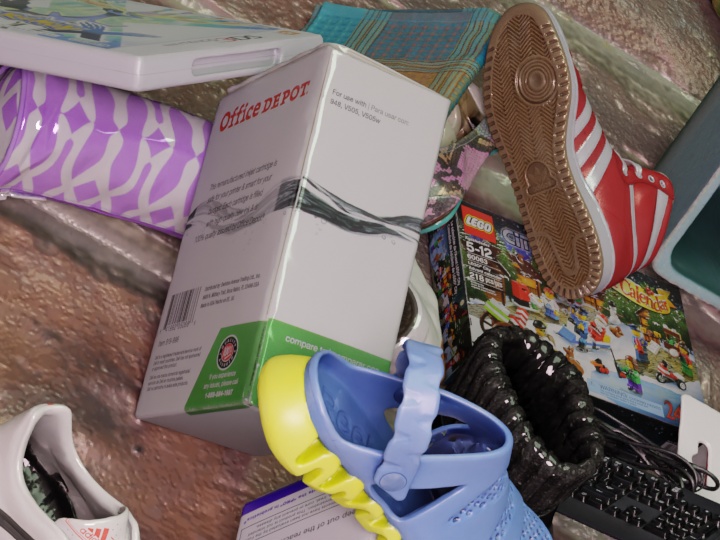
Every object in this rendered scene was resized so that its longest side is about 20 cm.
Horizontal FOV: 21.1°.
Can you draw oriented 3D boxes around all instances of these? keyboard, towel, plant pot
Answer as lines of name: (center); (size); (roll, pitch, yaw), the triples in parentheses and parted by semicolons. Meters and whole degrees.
keyboard: (0.138, 0.112, 1.163); (0.199, 0.040, 0.104); (23, 26, 34)
towel: (0.004, -0.131, 1.301); (0.146, 0.022, 0.200); (5, 33, 20)
plant pot: (0.331, -0.072, 1.465); (0.195, 0.197, 0.200); (29, 18, -15)

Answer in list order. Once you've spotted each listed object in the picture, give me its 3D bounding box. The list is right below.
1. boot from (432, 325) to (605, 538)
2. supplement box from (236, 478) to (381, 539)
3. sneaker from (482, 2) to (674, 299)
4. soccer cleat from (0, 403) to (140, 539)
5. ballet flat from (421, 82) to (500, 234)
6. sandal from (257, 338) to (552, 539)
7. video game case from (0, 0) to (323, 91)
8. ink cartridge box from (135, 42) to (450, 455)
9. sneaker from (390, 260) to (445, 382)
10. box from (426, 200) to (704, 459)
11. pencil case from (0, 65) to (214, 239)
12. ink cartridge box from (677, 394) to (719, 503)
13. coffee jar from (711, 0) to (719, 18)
boot: (0.094, 0.153, 1.072); (0.079, 0.158, 0.212); (-17, 65, -51)
supplement box: (-0.008, 0.205, 0.965); (0.101, 0.103, 0.201); (47, 32, -29)
sneaker: (0.152, -0.086, 1.325); (0.112, 0.071, 0.201); (-13, 91, -50)
soccer cleat: (-0.131, 0.158, 0.932); (0.068, 0.085, 0.201); (-10, 65, -45)
ballet flat: (0.057, -0.092, 1.317); (0.071, 0.069, 0.200); (67, 26, -16)
sandal: (0.040, 0.100, 0.939); (0.200, 0.087, 0.080); (42, 34, -36)
video game case: (-0.152, -0.138, 1.128); (0.199, 0.022, 0.182); (13, 16, 29)
ink cartridge box: (-0.038, -0.007, 1.059); (0.083, 0.146, 0.201); (20, 74, -26)
sneaker: (0.000, 0.000, 1.228); (0.085, 0.073, 0.201); (54, 11, -49)
box: (0.141, 0.042, 1.314); (0.199, 0.038, 0.137); (20, 44, -26)
pencil case: (-0.134, -0.060, 1.143); (0.199, 0.084, 0.086); (16, 80, -26)
ink cartridge box: (0.267, 0.182, 1.269); (0.199, 0.068, 0.116); (32, 40, -14)
coffee jar: (0.380, -0.204, 1.709); (0.104, 0.085, 0.201); (11, 48, -33)
